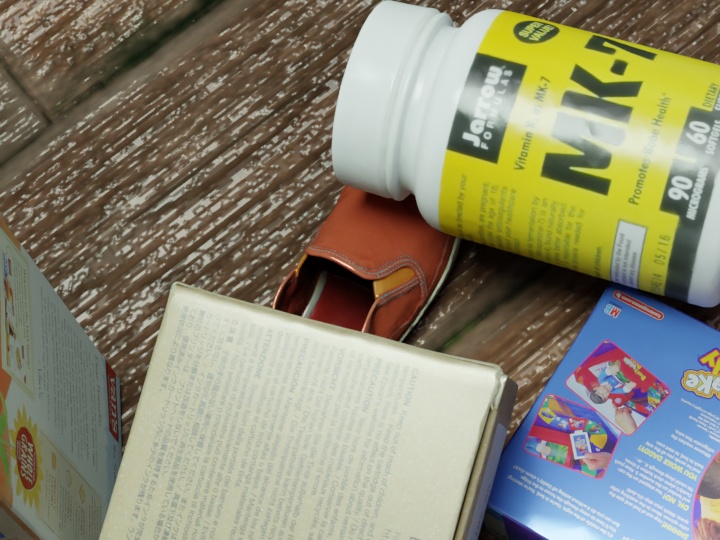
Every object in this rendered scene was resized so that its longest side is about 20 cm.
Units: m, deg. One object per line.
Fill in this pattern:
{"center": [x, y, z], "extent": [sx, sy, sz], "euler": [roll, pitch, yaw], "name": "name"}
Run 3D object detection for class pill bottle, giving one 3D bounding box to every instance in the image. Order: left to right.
{"center": [0.094, -0.062, 0.919], "extent": [0.199, 0.114, 0.115], "euler": [16, 67, 13], "name": "pill bottle"}

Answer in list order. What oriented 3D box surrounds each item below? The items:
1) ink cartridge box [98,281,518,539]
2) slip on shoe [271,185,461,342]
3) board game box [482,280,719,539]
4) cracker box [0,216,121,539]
{"center": [-0.031, 0.124, 0.865], "extent": [0.164, 0.075, 0.201], "euler": [15, 84, 12], "name": "ink cartridge box"}
{"center": [0.000, 0.000, 0.969], "extent": [0.074, 0.061, 0.201], "euler": [19, 67, 21], "name": "slip on shoe"}
{"center": [0.172, 0.108, 0.889], "extent": [0.199, 0.045, 0.135], "euler": [29, 72, 23], "name": "board game box"}
{"center": [-0.164, 0.077, 0.882], "extent": [0.057, 0.200, 0.135], "euler": [-9, 62, 7], "name": "cracker box"}
